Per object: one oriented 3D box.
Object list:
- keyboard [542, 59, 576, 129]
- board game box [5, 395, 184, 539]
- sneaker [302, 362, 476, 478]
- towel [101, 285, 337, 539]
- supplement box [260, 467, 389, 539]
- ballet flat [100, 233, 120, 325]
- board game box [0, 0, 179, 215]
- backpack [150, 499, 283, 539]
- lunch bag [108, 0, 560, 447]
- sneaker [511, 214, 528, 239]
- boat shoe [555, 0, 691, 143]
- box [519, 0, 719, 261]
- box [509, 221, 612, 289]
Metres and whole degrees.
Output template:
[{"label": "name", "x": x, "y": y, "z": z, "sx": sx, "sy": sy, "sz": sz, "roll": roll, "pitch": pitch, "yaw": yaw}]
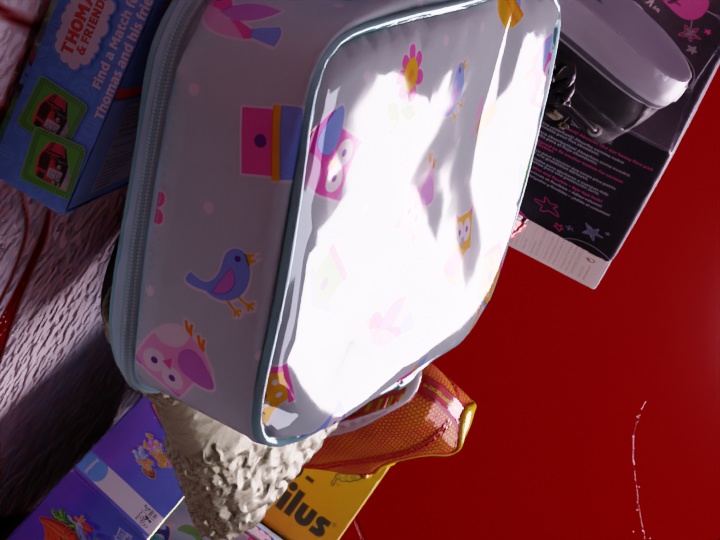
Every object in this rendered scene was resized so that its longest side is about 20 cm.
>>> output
[{"label": "keyboard", "x": 0.041, "y": -0.111, "z": 0.743, "sx": 0.021, "sy": 0.127, "sz": 0.200, "roll": -31, "pitch": -175, "yaw": -16}, {"label": "board game box", "x": -0.112, "y": 0.101, "z": 0.824, "sx": 0.134, "sy": 0.045, "sz": 0.200, "roll": -46, "pitch": -178, "yaw": 30}, {"label": "sneaker", "x": -0.024, "y": 0.089, "z": 0.925, "sx": 0.200, "sy": 0.077, "sz": 0.073, "roll": -9, "pitch": -131, "yaw": 48}, {"label": "towel", "x": -0.026, "y": 0.003, "z": 0.717, "sx": 0.200, "sy": 0.036, "sz": 0.149, "roll": -52, "pitch": 142, "yaw": -34}, {"label": "supplement box", "x": -0.046, "y": 0.113, "z": 1.112, "sx": 0.110, "sy": 0.109, "sz": 0.200, "roll": -55, "pitch": -179, "yaw": -10}, {"label": "ballet flat", "x": -0.054, "y": -0.054, "z": 0.747, "sx": 0.200, "sy": 0.073, "sz": 0.073, "roll": -50, "pitch": 168, "yaw": -33}, {"label": "board game box", "x": -0.046, "y": -0.126, "z": 0.581, "sx": 0.200, "sy": 0.037, "sz": 0.151, "roll": -63, "pitch": 173, "yaw": 19}, {"label": "backpack", "x": -0.098, "y": 0.218, "z": 1.016, "sx": 0.151, "sy": 0.177, "sz": 0.200, "roll": -52, "pitch": 175, "yaw": -19}, {"label": "lunch bag", "x": -0.003, "y": -0.040, "z": 0.604, "sx": 0.200, "sy": 0.077, "sz": 0.161, "roll": -27, "pitch": 130, "yaw": -58}, {"label": "sneaker", "x": 0.019, "y": -0.033, "z": 1.074, "sx": 0.082, "sy": 0.078, "sz": 0.200, "roll": -54, "pitch": -153, "yaw": -6}, {"label": "boat shoe", "x": 0.064, "y": -0.131, "z": 0.789, "sx": 0.057, "sy": 0.200, "sz": 0.069, "roll": -44, "pitch": -163, "yaw": 31}, {"label": "box", "x": 0.096, "y": -0.125, "z": 0.972, "sx": 0.132, "sy": 0.200, "sz": 0.115, "roll": -58, "pitch": 174, "yaw": -32}, {"label": "box", "x": 0.102, "y": -0.099, "z": 1.132, "sx": 0.125, "sy": 0.200, "sz": 0.098, "roll": -60, "pitch": 173, "yaw": -20}]
